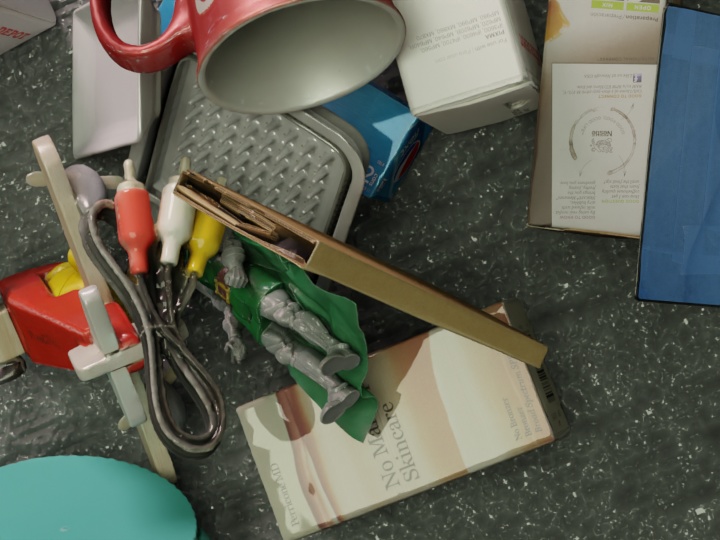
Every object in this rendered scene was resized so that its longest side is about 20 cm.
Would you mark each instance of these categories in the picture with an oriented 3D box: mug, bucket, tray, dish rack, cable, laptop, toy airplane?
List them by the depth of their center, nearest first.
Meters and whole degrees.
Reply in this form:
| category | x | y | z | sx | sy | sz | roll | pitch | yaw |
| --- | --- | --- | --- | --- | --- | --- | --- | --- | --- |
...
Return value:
| category | x | y | z | sx | sy | sz | roll | pitch | yaw |
| --- | --- | --- | --- | --- | --- | --- | --- | --- | --- |
| mug | -0.079 | -0.216 | 1.391 | 0.176 | 0.134 | 0.202 | -4 | 65 | -25 |
| cable | -0.126 | 0.018 | 1.408 | 0.096 | 0.050 | 0.202 | 8 | 55 | -21 |
| laptop | 0.288 | -0.064 | 1.434 | 0.198 | 0.116 | 0.189 | 6 | 92 | 12 |
| bucket | -0.194 | 0.226 | 1.489 | 0.205 | 0.207 | 0.136 | 10 | 118 | 13 |
| dish rack | -0.075 | -0.060 | 1.518 | 0.171 | 0.044 | 0.201 | 33 | 137 | 13 |
| toy airplane | -0.170 | 0.028 | 1.520 | 0.141 | 0.201 | 0.199 | -30 | 67 | -31 |
| tray | -0.166 | -0.134 | 1.521 | 0.022 | 0.200 | 0.109 | 1 | 89 | -19 |

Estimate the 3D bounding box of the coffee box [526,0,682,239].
| category | x | y | z | sx | sy | sz | roll | pitch | yaw |
| --- | --- | --- | --- | --- | --- | --- | --- | --- | --- |
| coffee box | 0.164 | -0.123 | 1.467 | 0.079 | 0.114 | 0.202 | 6 | 91 | 14 |

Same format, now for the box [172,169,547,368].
| category | x | y | z | sx | sy | sz | roll | pitch | yaw |
| --- | --- | --- | --- | --- | --- | --- | --- | --- | --- |
| box | 0.000 | 0.000 | 1.386 | 0.163 | 0.199 | 0.021 | 29 | 93 | 52 |

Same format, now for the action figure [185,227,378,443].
| category | x | y | z | sx | sy | sz | roll | pitch | yaw |
| --- | --- | --- | --- | --- | --- | --- | --- | --- | --- |
| action figure | -0.067 | 0.021 | 1.471 | 0.200 | 0.054 | 0.119 | 41 | 142 | 40 |

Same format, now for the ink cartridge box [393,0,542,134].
| category | x | y | z | sx | sy | sz | roll | pitch | yaw |
| --- | --- | --- | --- | --- | --- | --- | --- | --- | --- |
| ink cartridge box | 0.057 | -0.199 | 1.475 | 0.084 | 0.146 | 0.202 | -18 | 85 | 10 |

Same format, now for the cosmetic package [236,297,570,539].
| category | x | y | z | sx | sy | sz | roll | pitch | yaw |
| --- | --- | --- | --- | --- | --- | --- | --- | --- | --- |
| cosmetic package | 0.030 | 0.100 | 1.512 | 0.199 | 0.087 | 0.104 | -24 | 86 | 12 |

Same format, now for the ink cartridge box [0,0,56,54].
| category | x | y | z | sx | sy | sz | roll | pitch | yaw |
| --- | --- | --- | --- | --- | --- | --- | --- | --- | --- |
| ink cartridge box | -0.334 | -0.172 | 1.570 | 0.199 | 0.144 | 0.084 | -26 | 84 | 12 |

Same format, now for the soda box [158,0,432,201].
| category | x | y | z | sx | sy | sz | roll | pitch | yaw |
| --- | --- | --- | --- | --- | --- | --- | --- | --- | --- |
| soda box | -0.051 | -0.128 | 1.543 | 0.199 | 0.064 | 0.068 | 33 | 97 | 11 |
